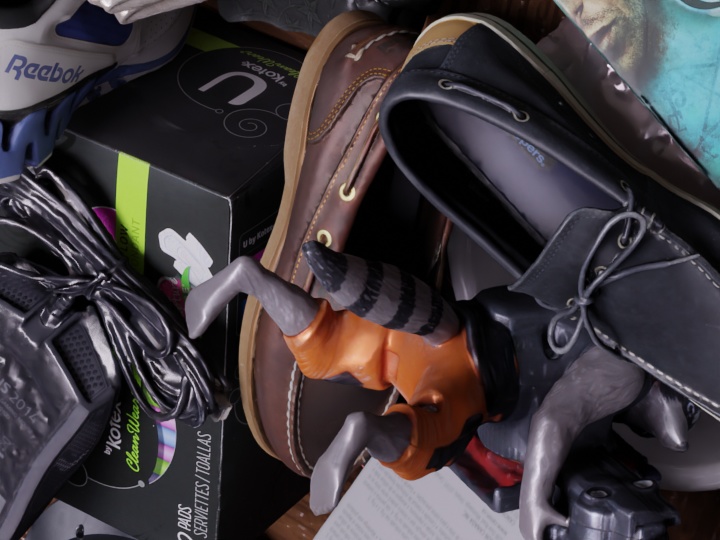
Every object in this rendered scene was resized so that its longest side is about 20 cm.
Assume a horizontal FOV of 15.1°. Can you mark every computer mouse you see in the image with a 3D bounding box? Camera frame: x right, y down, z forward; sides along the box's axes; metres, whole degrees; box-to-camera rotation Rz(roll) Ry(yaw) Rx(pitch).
[{"bbox_3d":[-0.142,0.054,1.170,0.139,0.053,0.200,49,123,8],"label":"computer mouse"}]

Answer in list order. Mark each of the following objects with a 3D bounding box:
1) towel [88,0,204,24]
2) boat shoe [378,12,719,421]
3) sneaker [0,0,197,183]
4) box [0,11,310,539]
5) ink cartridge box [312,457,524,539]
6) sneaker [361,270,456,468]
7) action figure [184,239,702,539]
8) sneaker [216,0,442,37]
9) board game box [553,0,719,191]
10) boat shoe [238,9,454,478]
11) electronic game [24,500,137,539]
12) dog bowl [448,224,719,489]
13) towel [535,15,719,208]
[{"bbox_3d":[-0.076,-0.195,1.053,0.035,0.132,0.201,111,140,-66],"label":"towel"},{"bbox_3d":[0.084,-0.008,0.957,0.200,0.062,0.075,44,133,5],"label":"boat shoe"},{"bbox_3d":[-0.117,-0.130,1.111,0.080,0.200,0.116,25,131,9],"label":"sneaker"},{"bbox_3d":[-0.084,0.003,1.211,0.148,0.124,0.201,22,128,26],"label":"box"},{"bbox_3d":[0.019,0.165,1.083,0.201,0.047,0.160,-56,35,6],"label":"ink cartridge box"},{"bbox_3d":[0.030,0.080,1.197,0.073,0.087,0.201,-19,94,3],"label":"sneaker"},{"bbox_3d":[0.059,0.047,0.985,0.200,0.192,0.105,34,117,51],"label":"action figure"},{"bbox_3d":[0.021,-0.129,1.101,0.199,0.060,0.105,19,126,34],"label":"sneaker"},{"bbox_3d":[0.164,-0.135,0.940,0.200,0.028,0.135,-43,85,15],"label":"board game box"},{"bbox_3d":[0.000,0.000,1.085,0.070,0.070,0.201,34,126,43],"label":"boat shoe"},{"bbox_3d":[-0.096,0.198,1.389,0.199,0.042,0.201,17,123,28],"label":"electronic game"},{"bbox_3d":[0.122,-0.002,1.088,0.199,0.059,0.201,19,124,30],"label":"dog bowl"},{"bbox_3d":[0.179,-0.065,0.974,0.191,0.032,0.200,46,104,6],"label":"towel"}]
